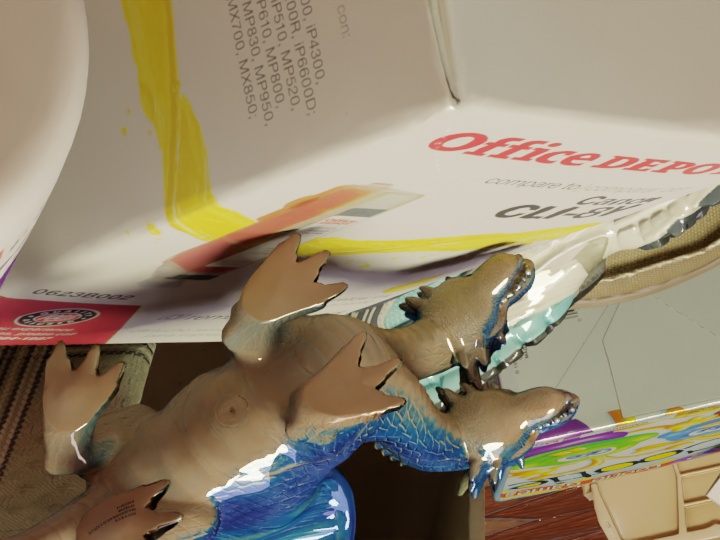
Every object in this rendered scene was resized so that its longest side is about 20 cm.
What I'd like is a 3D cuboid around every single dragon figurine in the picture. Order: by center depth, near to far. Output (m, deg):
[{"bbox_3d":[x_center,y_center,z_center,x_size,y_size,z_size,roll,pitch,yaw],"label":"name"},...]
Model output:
[{"bbox_3d":[-0.035,0.052,0.658,0.200,0.059,0.099,-32,153,-8],"label":"dragon figurine"}]

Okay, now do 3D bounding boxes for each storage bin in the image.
[{"bbox_3d":[0.256,0.142,1.903,0.198,0.094,0.200,-13,170,7],"label":"storage bin"}]

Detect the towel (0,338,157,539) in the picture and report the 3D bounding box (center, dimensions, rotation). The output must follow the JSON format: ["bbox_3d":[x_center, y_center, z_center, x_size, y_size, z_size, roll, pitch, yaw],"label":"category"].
[{"bbox_3d":[-0.147,0.043,0.775,0.192,0.035,0.200,-6,-150,12],"label":"towel"}]

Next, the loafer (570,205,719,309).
[{"bbox_3d":[0.042,-0.022,0.867,0.200,0.076,0.067,-11,176,-3],"label":"loafer"}]

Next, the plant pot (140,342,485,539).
[{"bbox_3d":[-0.068,0.136,0.833,0.200,0.177,0.200,3,-148,0],"label":"plant pot"}]

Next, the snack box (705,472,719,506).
[{"bbox_3d":[0.200,0.015,1.064,0.072,0.024,0.200,-44,168,-48],"label":"snack box"}]

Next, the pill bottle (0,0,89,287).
[{"bbox_3d":[-0.131,-0.011,0.586,0.111,0.111,0.200,-7,161,-21],"label":"pill bottle"}]

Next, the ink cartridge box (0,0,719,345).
[{"bbox_3d":[-0.009,-0.044,0.677,0.200,0.083,0.145,-20,165,41],"label":"ink cartridge box"}]

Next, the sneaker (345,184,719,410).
[{"bbox_3d":[0.061,-0.043,0.779,0.200,0.086,0.078,-39,-179,17],"label":"sneaker"}]

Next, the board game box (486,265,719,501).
[{"bbox_3d":[0.093,0.020,1.064,0.103,0.105,0.200,-12,170,-2],"label":"board game box"}]
